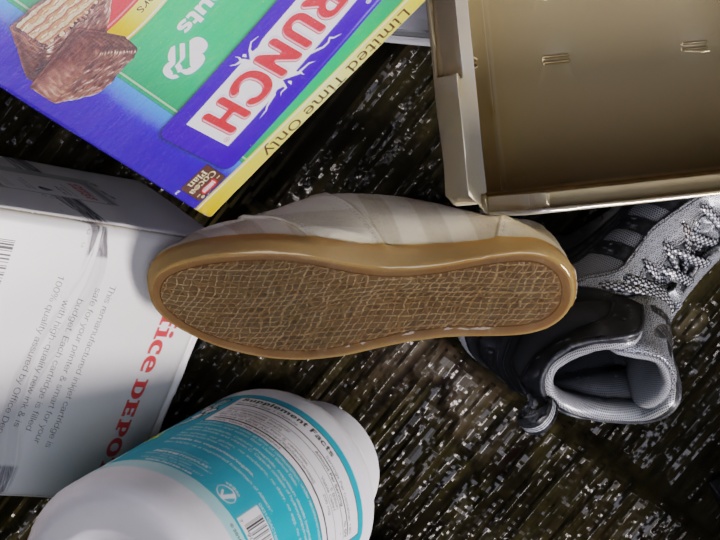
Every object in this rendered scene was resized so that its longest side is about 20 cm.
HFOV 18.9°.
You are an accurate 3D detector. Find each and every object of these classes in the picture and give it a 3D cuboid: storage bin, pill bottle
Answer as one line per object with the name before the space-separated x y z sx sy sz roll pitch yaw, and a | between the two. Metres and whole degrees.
storage bin | 0.134 -0.133 0.978 0.198 0.094 0.201 -7 93 -14
pill bottle | -0.065 0.123 1.040 0.111 0.200 0.111 7 106 25

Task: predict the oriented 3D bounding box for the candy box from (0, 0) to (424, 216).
candy box | -0.075 -0.132 0.888 0.169 0.077 0.200 -46 146 8

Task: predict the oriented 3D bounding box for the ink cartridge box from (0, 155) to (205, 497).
ink cartridge box | -0.180 0.025 1.012 0.200 0.083 0.147 9 110 -46

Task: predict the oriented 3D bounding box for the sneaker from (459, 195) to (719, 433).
sneaker | 0.147 0.006 1.063 0.200 0.114 0.076 -34 126 6

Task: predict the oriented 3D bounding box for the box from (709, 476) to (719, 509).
box | 0.293 0.180 1.150 0.132 0.115 0.200 -29 110 1

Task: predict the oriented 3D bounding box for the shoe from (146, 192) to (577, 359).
shoe | 0.000 0.000 1.019 0.199 0.053 0.070 0 129 -4

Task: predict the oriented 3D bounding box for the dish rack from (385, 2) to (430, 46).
dish rack | 0.015 -0.204 1.033 0.171 0.044 0.201 4 108 -9
